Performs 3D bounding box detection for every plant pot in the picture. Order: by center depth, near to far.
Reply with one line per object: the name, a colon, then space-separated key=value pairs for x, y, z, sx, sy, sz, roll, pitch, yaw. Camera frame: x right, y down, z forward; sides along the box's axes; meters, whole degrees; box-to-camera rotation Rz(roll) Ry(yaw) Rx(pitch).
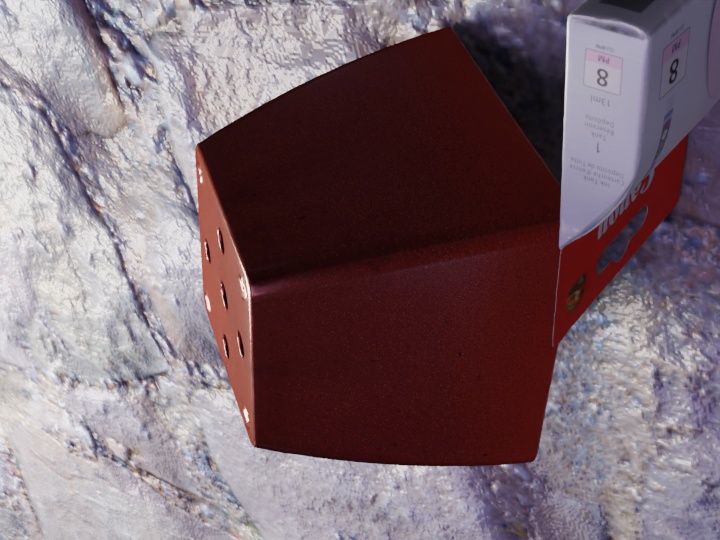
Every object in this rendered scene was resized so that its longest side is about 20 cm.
plant pot: x=0.000 y=0.000 z=0.803 sx=0.201 sy=0.174 sz=0.202 roll=-117 pitch=21 yaw=-44

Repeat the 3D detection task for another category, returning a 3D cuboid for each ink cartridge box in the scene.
ink cartridge box: x=0.160 y=-0.073 z=0.688 sx=0.057 sy=0.162 sz=0.202 roll=19 pitch=134 yaw=32
